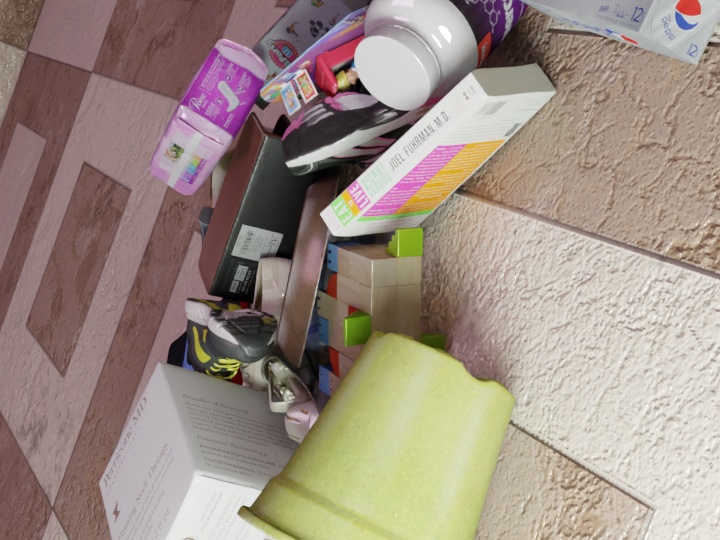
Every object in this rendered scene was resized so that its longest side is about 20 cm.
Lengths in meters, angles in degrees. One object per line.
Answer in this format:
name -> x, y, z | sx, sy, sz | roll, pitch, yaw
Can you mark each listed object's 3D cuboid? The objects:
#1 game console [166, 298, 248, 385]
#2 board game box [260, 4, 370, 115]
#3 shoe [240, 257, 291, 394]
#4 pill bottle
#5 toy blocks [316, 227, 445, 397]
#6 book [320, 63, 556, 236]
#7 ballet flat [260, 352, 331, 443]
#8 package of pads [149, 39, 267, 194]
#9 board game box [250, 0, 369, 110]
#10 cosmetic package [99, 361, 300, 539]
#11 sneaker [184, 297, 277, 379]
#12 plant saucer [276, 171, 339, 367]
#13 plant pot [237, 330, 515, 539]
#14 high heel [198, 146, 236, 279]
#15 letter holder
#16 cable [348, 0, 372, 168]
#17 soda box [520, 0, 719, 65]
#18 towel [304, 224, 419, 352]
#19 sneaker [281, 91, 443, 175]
game console -> -0.202, 0.132, 1.493 | 0.200, 0.031, 0.178 | -37, 44, 44
board game box -> -0.002, -0.206, 1.187 | 0.200, 0.158, 0.039 | -33, 82, 37
shoe -> -0.111, 0.080, 1.333 | 0.070, 0.053, 0.202 | 32, 109, 63
pill bottle -> 0.079, -0.234, 1.070 | 0.112, 0.113, 0.200 | -21, 26, 54
toy blocks -> 0.004, 0.051, 1.115 | 0.137, 0.099, 0.202 | -157, 64, -63
book -> 0.069, -0.105, 1.056 | 0.200, 0.133, 0.048 | -40, 77, 32
ballet flat -> -0.055, 0.144, 1.197 | 0.200, 0.063, 0.068 | -131, 37, -58
package of pads -> -0.179, -0.175, 1.386 | 0.121, 0.075, 0.200 | -64, 10, -21
board game box -> -0.054, -0.298, 1.397 | 0.200, 0.064, 0.148 | -35, 17, 45
cosmetic package -> -0.149, 0.231, 1.211 | 0.168, 0.165, 0.200 | -62, 30, 16
sneaker -> -0.140, 0.082, 1.276 | 0.200, 0.074, 0.085 | -160, 74, -68
plant saucer -> -0.055, -0.003, 1.194 | 0.200, 0.032, 0.202 | -169, 90, -87
plant pot -> 0.030, 0.157, 0.954 | 0.200, 0.200, 0.185 | 10, 72, 60
high heel -> -0.153, -0.071, 1.508 | 0.143, 0.071, 0.201 | 90, -159, -46
letter holder -> -0.114, -0.081, 1.374 | 0.201, 0.100, 0.142 | -68, 27, 21
cable -> 0.027, -0.213, 1.282 | 0.201, 0.051, 0.163 | -59, 32, 19
soda box -> 0.206, -0.227, 0.969 | 0.064, 0.068, 0.200 | -65, 30, 10
towel -> 0.000, 0.000, 1.236 | 0.200, 0.024, 0.148 | -25, 55, 54
sneaker -> 0.020, -0.127, 1.150 | 0.199, 0.087, 0.081 | -17, 40, 19
